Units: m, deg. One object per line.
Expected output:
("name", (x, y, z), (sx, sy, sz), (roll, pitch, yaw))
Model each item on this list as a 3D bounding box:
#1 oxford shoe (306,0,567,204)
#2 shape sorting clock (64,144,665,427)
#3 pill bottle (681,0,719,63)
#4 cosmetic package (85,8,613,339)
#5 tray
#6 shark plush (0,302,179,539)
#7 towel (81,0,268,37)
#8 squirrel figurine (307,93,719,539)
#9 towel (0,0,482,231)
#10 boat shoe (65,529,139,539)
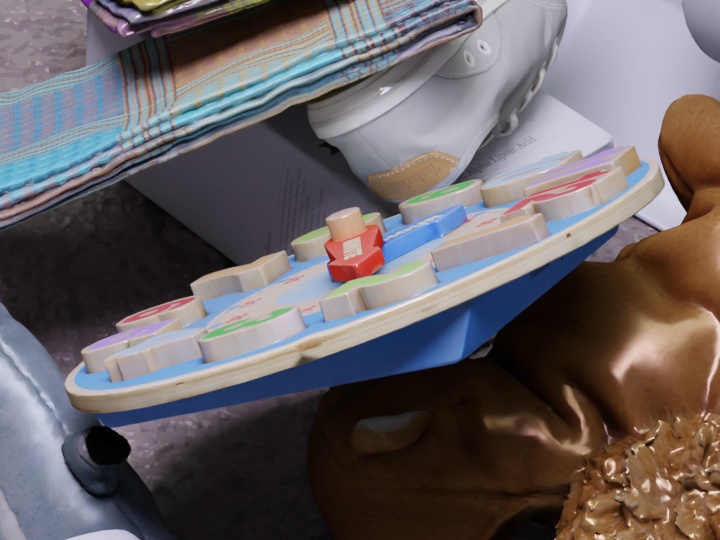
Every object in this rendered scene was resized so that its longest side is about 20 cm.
("oxford shoe", (0.042, -0.079, 0.931), (0.058, 0.075, 0.200), (58, 34, -11))
("shape sorting clock", (0.000, 0.000, 0.773), (0.200, 0.039, 0.200), (-17, 9, 3))
("pill bottle", (0.222, -0.091, 0.915), (0.120, 0.120, 0.200), (-19, 33, -33))
("cosmetic package", (-0.010, -0.052, 0.990), (0.200, 0.081, 0.113), (36, 46, 29))
("tray", (0.150, -0.066, 1.043), (0.200, 0.107, 0.022), (33, 10, 27))
("shark plush", (-0.095, 0.080, 0.797), (0.091, 0.083, 0.200), (-13, 43, -27))
("towel", (-0.042, -0.132, 0.958), (0.144, 0.023, 0.200), (-19, 19, -10))
("squirrel figurine", (0.085, 0.062, 0.823), (0.187, 0.142, 0.200), (-18, 42, -22))
("towel", (-0.060, -0.072, 0.889), (0.200, 0.022, 0.147), (-23, 19, 0))
("boat shoe", (-0.120, 0.156, 0.699), (0.202, 0.075, 0.086), (-32, 61, -31))
